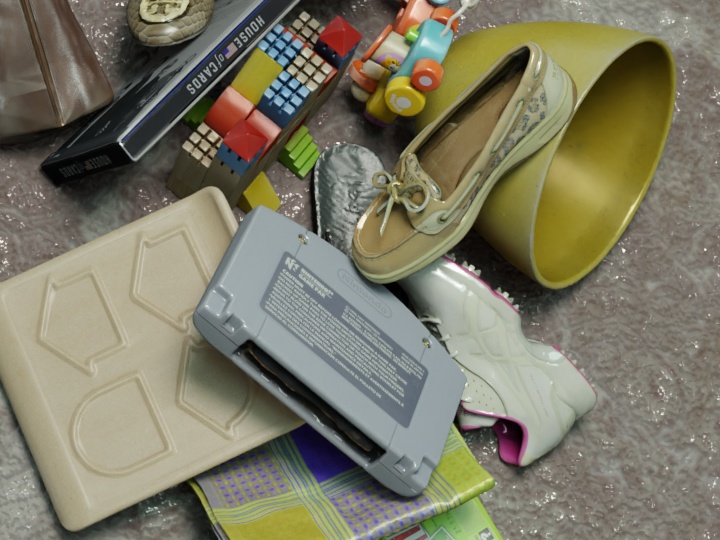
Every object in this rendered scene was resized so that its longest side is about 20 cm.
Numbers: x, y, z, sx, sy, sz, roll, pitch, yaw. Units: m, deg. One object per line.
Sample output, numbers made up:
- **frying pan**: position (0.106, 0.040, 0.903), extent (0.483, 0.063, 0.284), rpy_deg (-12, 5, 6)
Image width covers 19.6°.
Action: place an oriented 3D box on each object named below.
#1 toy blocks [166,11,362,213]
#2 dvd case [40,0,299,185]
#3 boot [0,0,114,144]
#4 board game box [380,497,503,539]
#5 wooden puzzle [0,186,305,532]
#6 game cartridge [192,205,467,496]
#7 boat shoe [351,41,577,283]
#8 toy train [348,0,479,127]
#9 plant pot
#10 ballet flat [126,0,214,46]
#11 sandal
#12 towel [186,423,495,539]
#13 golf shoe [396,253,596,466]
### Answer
- **toy blocks**: position (-0.067, -0.123, 1.531), extent (0.100, 0.137, 0.200), rpy_deg (39, 65, 1)
- **dvd case**: position (-0.133, -0.142, 1.515), extent (0.200, 0.150, 0.025), rpy_deg (-47, 107, -24)
- **boot**: position (-0.210, -0.196, 1.550), extent (0.185, 0.064, 0.201), rpy_deg (-21, 68, -7)
- **board game box**: position (0.066, 0.236, 1.484), extent (0.101, 0.048, 0.201), rpy_deg (-28, 79, -22)
- **wooden puzzle**: position (-0.151, 0.063, 1.471), extent (0.199, 0.046, 0.186), rpy_deg (-26, 75, 0)
- **game cartridge**: position (-0.017, 0.051, 1.437), extent (0.200, 0.042, 0.133), rpy_deg (40, 34, -13)
- **boat shoe**: position (0.061, -0.077, 1.443), extent (0.200, 0.063, 0.073), rpy_deg (-47, 53, 5)
- **toy train**: position (0.036, -0.185, 1.566), extent (0.055, 0.200, 0.151), rpy_deg (25, 89, -9)
- **plant pot**: position (0.125, -0.105, 1.565), extent (0.141, 0.201, 0.200), rpy_deg (26, 62, 27)
- **ballet flat**: position (-0.131, -0.231, 1.557), extent (0.067, 0.047, 0.201), rpy_deg (5, 39, 9)
- **sandal**: position (-0.001, -0.001, 1.550), extent (0.075, 0.048, 0.202), rpy_deg (-6, 76, -16)
- **towel**: position (-0.020, 0.142, 1.458), extent (0.199, 0.023, 0.144), rpy_deg (-16, 37, -13)
- **golf shoe**: position (0.084, 0.062, 1.523), extent (0.200, 0.075, 0.092), rpy_deg (42, 77, -15)
